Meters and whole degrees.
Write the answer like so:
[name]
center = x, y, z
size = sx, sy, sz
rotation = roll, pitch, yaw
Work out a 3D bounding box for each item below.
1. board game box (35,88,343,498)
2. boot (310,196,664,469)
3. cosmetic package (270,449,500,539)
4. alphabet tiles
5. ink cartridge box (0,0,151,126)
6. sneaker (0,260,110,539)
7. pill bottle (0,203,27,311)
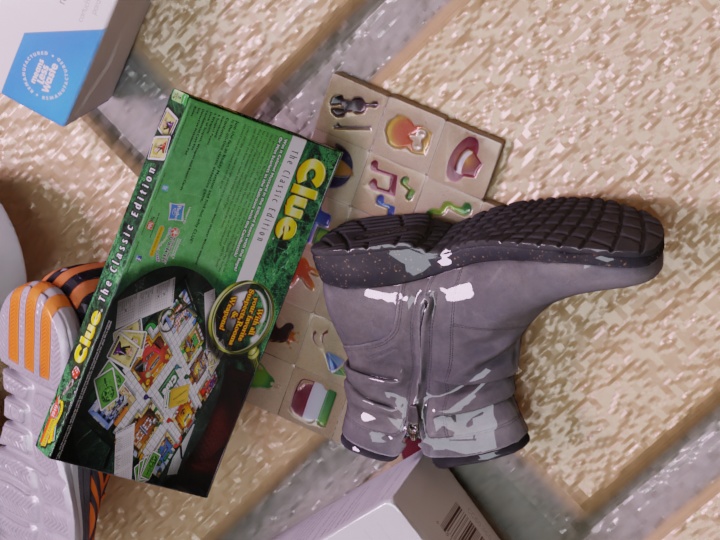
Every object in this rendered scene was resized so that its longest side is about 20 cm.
[board game box]
center = -0.089, 0.014, 1.342
size = 0.105, 0.023, 0.200
rotation = 19, 95, -35
[boot]
center = 0.075, 0.035, 1.348
size = 0.200, 0.070, 0.132
rotation = -2, 110, 29
[cosmetic package]
center = -0.015, 0.197, 1.419
size = 0.200, 0.081, 0.113
rotation = -35, 95, 25
[alphabet tiles]
center = 0.000, 0.000, 1.392
size = 0.167, 0.008, 0.200
rotation = 23, 113, 9
[ink cartridge box]
center = -0.210, -0.177, 1.365
size = 0.200, 0.067, 0.116
rotation = 28, 113, 7
[sneaker]
center = -0.139, 0.087, 1.403
size = 0.078, 0.112, 0.200
rotation = 29, 123, 35
[pill bottle]
center = -0.285, 0.019, 1.377
size = 0.113, 0.200, 0.113
rotation = 36, 137, 42
